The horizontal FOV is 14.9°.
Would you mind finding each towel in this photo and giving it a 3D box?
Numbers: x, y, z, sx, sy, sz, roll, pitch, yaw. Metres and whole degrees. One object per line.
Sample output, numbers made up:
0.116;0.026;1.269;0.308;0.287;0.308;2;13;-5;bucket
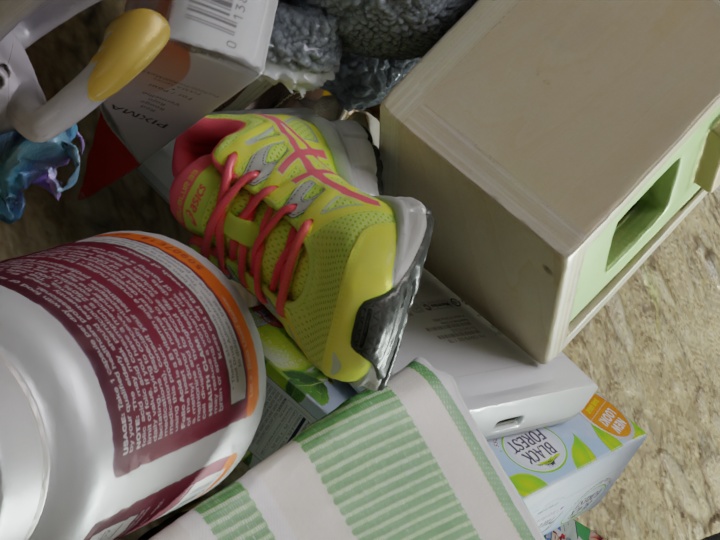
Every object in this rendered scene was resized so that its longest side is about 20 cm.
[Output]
-0.009;0.142;1.067;0.200;0.023;0.153;-35;100;-28;towel

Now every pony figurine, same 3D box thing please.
-0.152;-0.087;1.036;0.167;0.200;0.193;44;16;-27;pony figurine

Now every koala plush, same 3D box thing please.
0.009;-0.154;1.209;0.184;0.177;0.200;50;19;-18;koala plush

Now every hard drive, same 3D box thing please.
0.000;0.000;1.223;0.200;0.027;0.132;45;27;23;hard drive

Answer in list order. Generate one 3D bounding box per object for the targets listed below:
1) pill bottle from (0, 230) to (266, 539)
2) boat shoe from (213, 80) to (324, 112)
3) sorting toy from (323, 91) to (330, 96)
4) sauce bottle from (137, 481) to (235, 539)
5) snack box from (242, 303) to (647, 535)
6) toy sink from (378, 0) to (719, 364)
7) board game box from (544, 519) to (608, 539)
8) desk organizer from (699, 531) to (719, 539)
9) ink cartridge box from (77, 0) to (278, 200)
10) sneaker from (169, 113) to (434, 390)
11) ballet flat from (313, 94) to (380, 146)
-0.124;0.053;1.012;0.114;0.114;0.200;66;23;2;pill bottle
-0.044;-0.093;1.366;0.202;0.075;0.075;-56;131;-58;boat shoe
0.050;-0.134;1.574;0.200;0.107;0.180;49;21;-29;sorting toy
-0.061;0.128;1.136;0.065;0.065;0.200;66;26;1;sauce bottle
0.027;0.066;1.229;0.142;0.053;0.200;41;25;16;snack box
0.112;-0.078;1.189;0.112;0.200;0.130;39;-18;14;toy sink
0.066;0.201;1.291;0.134;0.029;0.200;33;54;-39;board game box
0.170;0.185;1.387;0.077;0.200;0.072;30;41;-55;desk organizer
-0.083;-0.133;1.159;0.050;0.200;0.163;21;68;-23;ink cartridge box
-0.032;-0.012;1.099;0.090;0.078;0.200;13;16;-18;sneaker
-0.008;-0.018;1.378;0.067;0.062;0.200;41;34;-42;ballet flat
